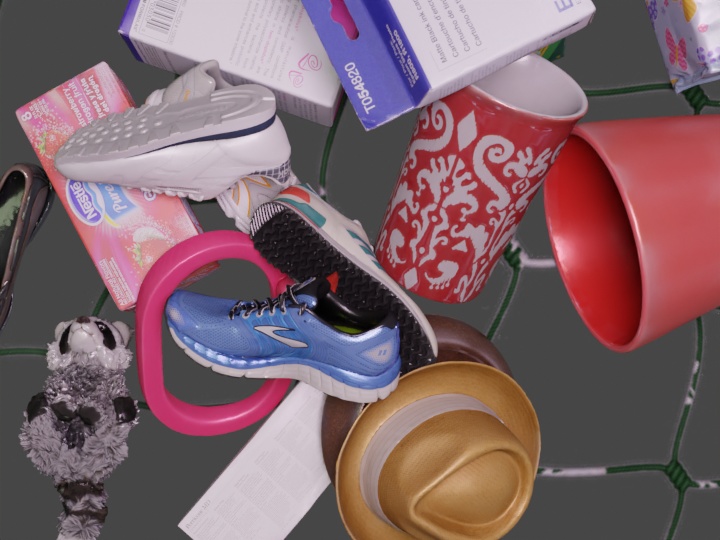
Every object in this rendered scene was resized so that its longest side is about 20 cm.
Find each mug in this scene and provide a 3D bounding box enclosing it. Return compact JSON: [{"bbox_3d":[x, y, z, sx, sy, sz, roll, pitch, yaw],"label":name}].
[{"bbox_3d":[0.110,-0.084,1.076,0.133,0.176,0.202,46,128,34],"label":"mug"}]

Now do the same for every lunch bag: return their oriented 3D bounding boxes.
[{"bbox_3d":[0.365,-0.276,1.122,0.198,0.127,0.172,-16,89,-9],"label":"lunch bag"}]

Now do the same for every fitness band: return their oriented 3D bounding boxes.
[{"bbox_3d":[-0.126,0.057,1.082,0.142,0.038,0.202,-8,124,-18],"label":"fitness band"}]

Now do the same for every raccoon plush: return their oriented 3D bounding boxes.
[{"bbox_3d":[-0.259,0.136,1.118,0.096,0.135,0.202,16,119,-15],"label":"raccoon plush"}]

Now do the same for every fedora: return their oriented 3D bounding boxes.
[{"bbox_3d":[0.079,0.174,1.032,0.198,0.082,0.203,-6,106,-23],"label":"fedora"}]

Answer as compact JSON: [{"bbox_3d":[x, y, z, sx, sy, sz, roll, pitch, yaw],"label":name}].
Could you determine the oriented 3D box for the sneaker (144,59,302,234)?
[{"bbox_3d":[-0.094,-0.099,1.086,0.200,0.076,0.092,41,129,-22],"label":"sneaker"}]

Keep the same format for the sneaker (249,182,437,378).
[{"bbox_3d":[-0.001,0.000,1.059,0.200,0.094,0.070,43,124,-3],"label":"sneaker"}]

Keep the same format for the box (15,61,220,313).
[{"bbox_3d":[-0.214,-0.070,1.105,0.095,0.100,0.202,-28,88,-3],"label":"box"}]

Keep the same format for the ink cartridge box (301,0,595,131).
[{"bbox_3d":[0.050,-0.239,0.960,0.198,0.041,0.201,-26,81,-3],"label":"ink cartridge box"}]

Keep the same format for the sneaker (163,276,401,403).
[{"bbox_3d":[-0.060,0.039,1.000,0.197,0.079,0.090,10,118,1],"label":"sneaker"}]

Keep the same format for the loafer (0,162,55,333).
[{"bbox_3d":[-0.341,-0.007,1.116,0.071,0.063,0.202,22,86,0],"label":"loafer"}]

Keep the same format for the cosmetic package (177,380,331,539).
[{"bbox_3d":[-0.069,0.177,1.118,0.082,0.051,0.200,41,86,-3],"label":"cosmetic package"}]

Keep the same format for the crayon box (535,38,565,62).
[{"bbox_3d":[0.115,-0.234,1.071,0.124,0.200,0.052,-23,65,-3],"label":"crayon box"}]

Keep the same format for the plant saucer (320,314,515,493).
[{"bbox_3d":[0.062,0.141,1.099,0.198,0.034,0.203,-1,93,-21],"label":"plant saucer"}]

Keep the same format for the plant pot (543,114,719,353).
[{"bbox_3d":[0.278,-0.048,1.083,0.175,0.200,0.203,-15,87,-12],"label":"plant pot"}]

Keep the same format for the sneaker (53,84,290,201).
[{"bbox_3d":[-0.157,-0.092,1.025,0.197,0.077,0.081,-7,128,10],"label":"sneaker"}]

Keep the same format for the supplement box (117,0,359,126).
[{"bbox_3d":[-0.102,-0.216,1.116,0.198,0.103,0.102,20,85,1],"label":"supplement box"}]
